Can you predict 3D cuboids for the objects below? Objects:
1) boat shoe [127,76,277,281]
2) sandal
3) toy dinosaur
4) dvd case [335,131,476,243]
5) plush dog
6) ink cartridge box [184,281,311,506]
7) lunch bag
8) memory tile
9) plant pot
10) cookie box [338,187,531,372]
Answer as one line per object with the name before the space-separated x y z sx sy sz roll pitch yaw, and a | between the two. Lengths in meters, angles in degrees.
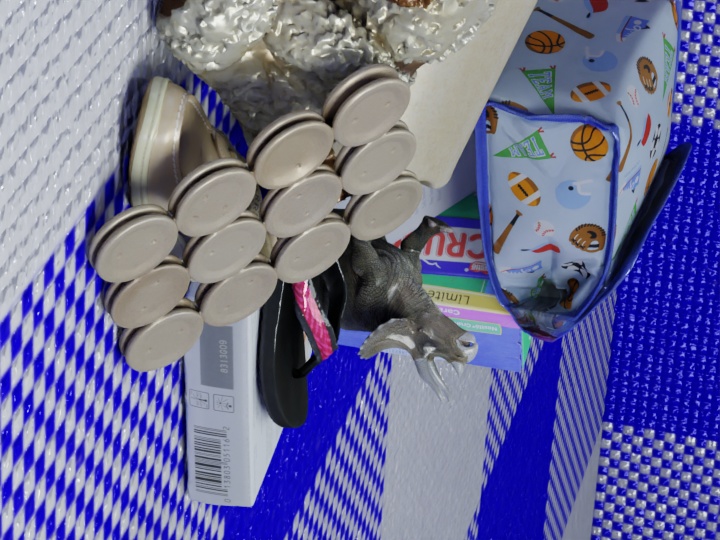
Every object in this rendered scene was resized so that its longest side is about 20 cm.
boat shoe | -0.085 -0.047 1.575 0.200 0.065 0.072 76 27 -64
sandal | -0.032 0.009 1.712 0.075 0.045 0.201 -63 158 -65
toy dinosaur | 0.000 0.000 1.774 0.077 0.200 0.103 15 99 -37
dvd case | 0.025 -0.072 1.916 0.200 0.018 0.143 -32 147 -19
plush dog | 0.005 -0.142 1.563 0.161 0.171 0.200 58 19 -3
ink cartridge box | -0.068 0.028 1.791 0.200 0.047 0.161 -72 166 -52
lunch bag | 0.152 -0.074 1.903 0.170 0.123 0.201 -60 157 -45
memory tile | -0.055 -0.028 1.541 0.200 0.017 0.153 -30 151 -10
plant pot | 0.020 -0.158 1.754 0.200 0.200 0.184 -35 146 -74
cookie box | 0.059 -0.036 2.029 0.075 0.170 0.201 80 22 -53
